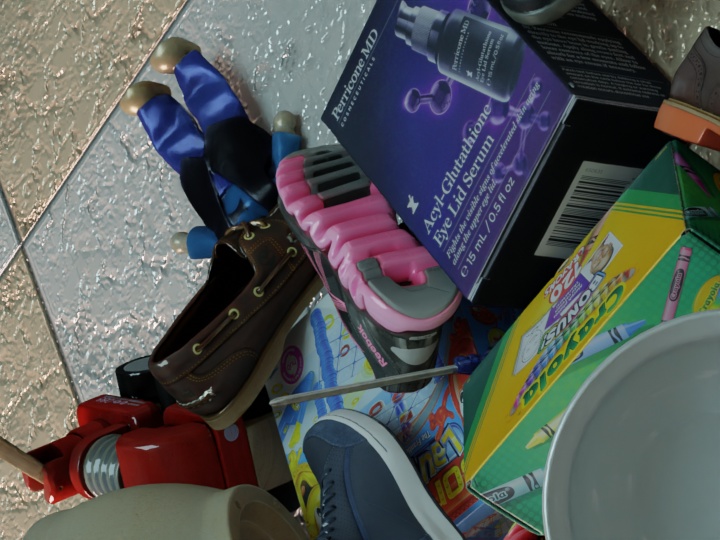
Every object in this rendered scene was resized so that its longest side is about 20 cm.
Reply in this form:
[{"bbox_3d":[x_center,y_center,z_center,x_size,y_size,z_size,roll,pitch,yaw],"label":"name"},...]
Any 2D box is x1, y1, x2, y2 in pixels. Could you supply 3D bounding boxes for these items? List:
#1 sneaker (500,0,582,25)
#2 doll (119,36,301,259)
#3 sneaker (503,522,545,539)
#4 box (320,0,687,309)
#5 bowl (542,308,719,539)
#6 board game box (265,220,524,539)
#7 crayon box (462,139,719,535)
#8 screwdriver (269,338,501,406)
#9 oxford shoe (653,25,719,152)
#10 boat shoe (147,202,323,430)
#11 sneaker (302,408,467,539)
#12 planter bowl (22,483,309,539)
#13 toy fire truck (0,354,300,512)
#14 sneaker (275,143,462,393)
[{"bbox_3d":[0.119,-0.242,1.659,0.076,0.114,0.200,22,78,47],"label":"sneaker"},{"bbox_3d":[-0.095,-0.066,2.022,0.137,0.048,0.200,-52,53,22],"label":"doll"},{"bbox_3d":[0.105,0.175,1.693,0.200,0.090,0.078,-49,51,39],"label":"sneaker"},{"bbox_3d":[0.085,-0.092,1.745,0.200,0.104,0.148,50,124,43],"label":"box"},{"bbox_3d":[0.192,0.120,1.544,0.090,0.200,0.202,145,131,-88],"label":"bowl"},{"bbox_3d":[0.033,0.092,1.826,0.200,0.056,0.196,-44,52,40],"label":"board game box"},{"bbox_3d":[0.137,0.037,1.629,0.200,0.058,0.119,-51,15,22],"label":"crayon box"},{"bbox_3d":[0.040,0.056,1.712,0.028,0.199,0.029,172,93,-71],"label":"screwdriver"},{"bbox_3d":[0.236,-0.089,1.579,0.200,0.071,0.073,22,96,51],"label":"oxford shoe"},{"bbox_3d":[-0.065,0.004,1.884,0.070,0.070,0.200,-15,39,55],"label":"boat shoe"},{"bbox_3d":[-0.028,0.162,1.719,0.202,0.146,0.077,-131,29,-49],"label":"sneaker"},{"bbox_3d":[-0.099,0.212,1.803,0.135,0.200,0.201,-30,59,19],"label":"planter bowl"},{"bbox_3d":[-0.166,0.119,1.937,0.176,0.200,0.129,6,113,52],"label":"toy fire truck"},{"bbox_3d":[0.000,0.000,1.786,0.200,0.079,0.096,-119,23,-48],"label":"sneaker"}]
